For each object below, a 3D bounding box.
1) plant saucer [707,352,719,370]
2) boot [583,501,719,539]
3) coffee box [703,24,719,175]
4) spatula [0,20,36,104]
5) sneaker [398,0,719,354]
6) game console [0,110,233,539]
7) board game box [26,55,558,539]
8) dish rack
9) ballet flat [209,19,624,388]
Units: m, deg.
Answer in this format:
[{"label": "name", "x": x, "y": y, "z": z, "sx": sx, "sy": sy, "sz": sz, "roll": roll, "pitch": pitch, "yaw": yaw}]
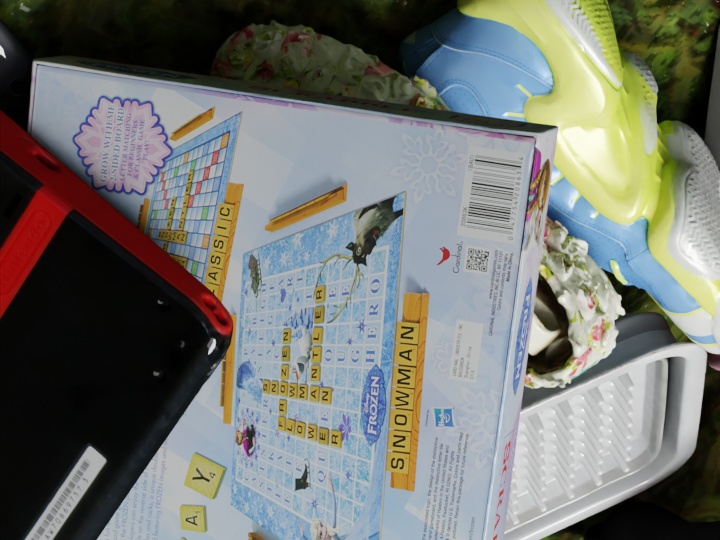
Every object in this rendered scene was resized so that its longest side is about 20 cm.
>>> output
[{"label": "plant saucer", "x": 0.255, "y": 0.017, "z": 1.106, "sx": 0.200, "sy": 0.201, "sz": 0.051, "roll": -2, "pitch": 91, "yaw": -22}, {"label": "boot", "x": 0.200, "y": 0.111, "z": 1.145, "sx": 0.079, "sy": 0.211, "sz": 0.158, "roll": 20, "pitch": 96, "yaw": -36}, {"label": "coffee box", "x": 0.263, "y": -0.057, "z": 1.071, "sx": 0.200, "sy": 0.113, "sz": 0.080, "roll": 3, "pitch": 99, "yaw": -24}, {"label": "spatula", "x": -0.178, "y": -0.123, "z": 0.903, "sx": 0.057, "sy": 0.021, "sz": 0.200, "roll": -30, "pitch": 134, "yaw": 17}, {"label": "sneaker", "x": 0.086, "y": -0.038, "z": 1.035, "sx": 0.105, "sy": 0.076, "sz": 0.200, "roll": -24, "pitch": 109, "yaw": 22}, {"label": "game console", "x": -0.162, "y": 0.041, "z": 0.951, "sx": 0.200, "sy": 0.177, "sz": 0.031, "roll": -55, "pitch": 170, "yaw": 20}, {"label": "board game box", "x": -0.037, "y": 0.029, "z": 0.943, "sx": 0.199, "sy": 0.041, "sz": 0.200, "roll": 10, "pitch": 100, "yaw": 14}, {"label": "dish rack", "x": 0.056, "y": 0.085, "z": 1.116, "sx": 0.200, "sy": 0.044, "sz": 0.172, "roll": -23, "pitch": 154, "yaw": -6}, {"label": "ballet flat", "x": 0.023, "y": -0.025, "z": 0.979, "sx": 0.200, "sy": 0.064, "sz": 0.076, "roll": 36, "pitch": 115, "yaw": -7}]
